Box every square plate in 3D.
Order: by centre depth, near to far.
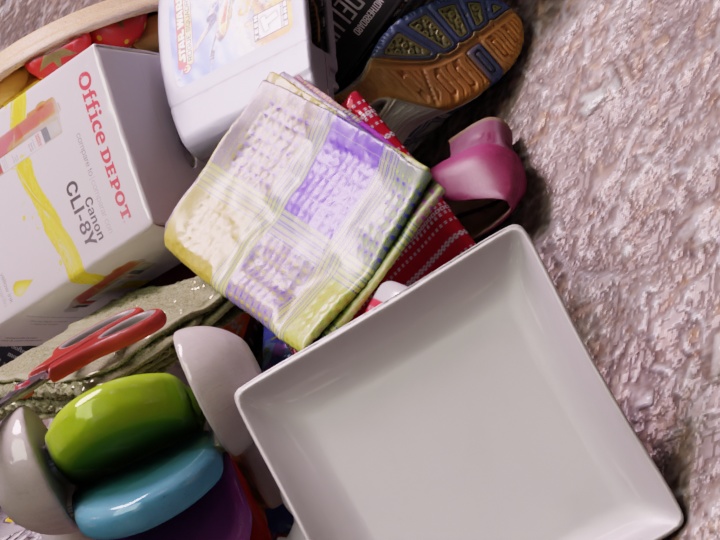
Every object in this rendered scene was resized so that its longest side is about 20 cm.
[{"bbox_3d":[0.054,0.106,1.403,0.198,0.028,0.200,-31,72,9],"label":"square plate"}]

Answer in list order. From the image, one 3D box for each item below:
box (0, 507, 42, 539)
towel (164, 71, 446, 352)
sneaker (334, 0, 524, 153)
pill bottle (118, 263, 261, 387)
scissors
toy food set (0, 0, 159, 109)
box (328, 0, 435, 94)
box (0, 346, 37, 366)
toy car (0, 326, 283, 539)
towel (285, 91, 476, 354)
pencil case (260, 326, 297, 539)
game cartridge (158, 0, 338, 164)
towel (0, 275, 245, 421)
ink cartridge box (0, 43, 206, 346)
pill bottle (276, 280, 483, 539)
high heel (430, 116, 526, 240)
[{"bbox_3d":[-0.216,0.189,1.789,0.200,0.048,0.158,-41,19,-25],"label":"box"},{"bbox_3d":[-0.042,-0.038,1.556,0.144,0.023,0.200,-53,40,1],"label":"towel"},{"bbox_3d":[0.025,-0.116,1.710,0.200,0.075,0.088,-36,-9,-8],"label":"sneaker"},{"bbox_3d":[-0.122,0.011,1.817,0.114,0.114,0.200,-8,59,56],"label":"pill bottle"},{"bbox_3d":[-0.200,0.069,1.514,0.200,0.014,0.073,-32,16,-34],"label":"scissors"},{"bbox_3d":[-0.199,-0.148,1.832,0.198,0.200,0.049,-30,82,40],"label":"toy food set"},{"bbox_3d":[0.009,-0.182,1.759,0.200,0.050,0.158,-52,-6,16],"label":"box"},{"bbox_3d":[-0.213,0.014,1.925,0.200,0.148,0.107,-62,28,-2],"label":"box"},{"bbox_3d":[-0.118,0.141,1.509,0.175,0.200,0.150,-24,60,2],"label":"toy car"},{"bbox_3d":[0.000,0.000,1.607,0.145,0.022,0.200,-42,65,13],"label":"towel"},{"bbox_3d":[-0.055,0.122,1.653,0.087,0.078,0.200,-13,55,64],"label":"pencil case"},{"bbox_3d":[-0.080,-0.177,1.704,0.133,0.042,0.200,-22,58,27],"label":"game cartridge"},{"bbox_3d":[-0.163,0.050,1.647,0.148,0.037,0.200,-34,12,-29],"label":"towel"},{"bbox_3d":[-0.206,-0.051,1.751,0.200,0.083,0.145,-30,71,32],"label":"ink cartridge box"},{"bbox_3d":[0.021,0.119,1.489,0.200,0.120,0.120,-62,29,-2],"label":"pill bottle"},{"bbox_3d":[0.027,-0.019,1.647,0.200,0.067,0.096,-44,23,24],"label":"high heel"}]
